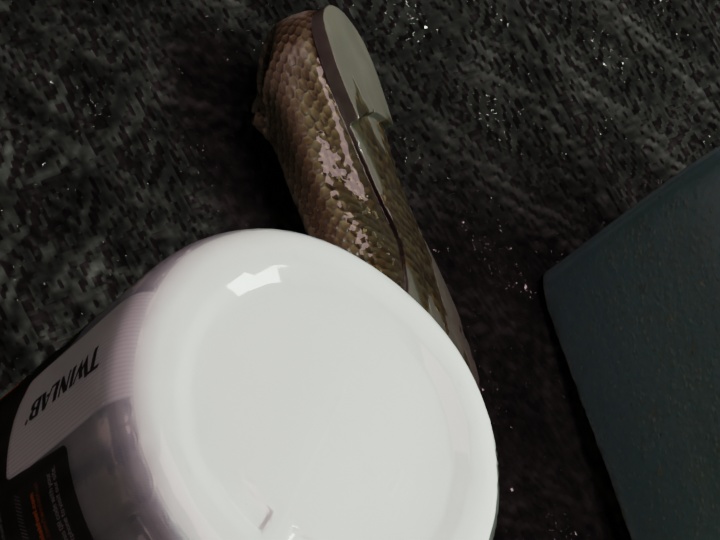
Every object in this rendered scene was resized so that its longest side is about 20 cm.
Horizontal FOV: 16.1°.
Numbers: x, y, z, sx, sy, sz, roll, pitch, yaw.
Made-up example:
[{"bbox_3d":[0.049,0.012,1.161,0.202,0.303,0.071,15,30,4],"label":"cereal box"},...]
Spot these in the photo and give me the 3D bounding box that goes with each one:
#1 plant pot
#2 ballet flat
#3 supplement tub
[{"bbox_3d":[0.221,0.032,0.944,0.195,0.200,0.197,0,59,-31],"label":"plant pot"},{"bbox_3d":[0.000,0.000,0.932,0.067,0.046,0.201,12,59,-69],"label":"ballet flat"},{"bbox_3d":[-0.062,0.081,0.728,0.122,0.200,0.123,18,56,-29],"label":"supplement tub"}]
